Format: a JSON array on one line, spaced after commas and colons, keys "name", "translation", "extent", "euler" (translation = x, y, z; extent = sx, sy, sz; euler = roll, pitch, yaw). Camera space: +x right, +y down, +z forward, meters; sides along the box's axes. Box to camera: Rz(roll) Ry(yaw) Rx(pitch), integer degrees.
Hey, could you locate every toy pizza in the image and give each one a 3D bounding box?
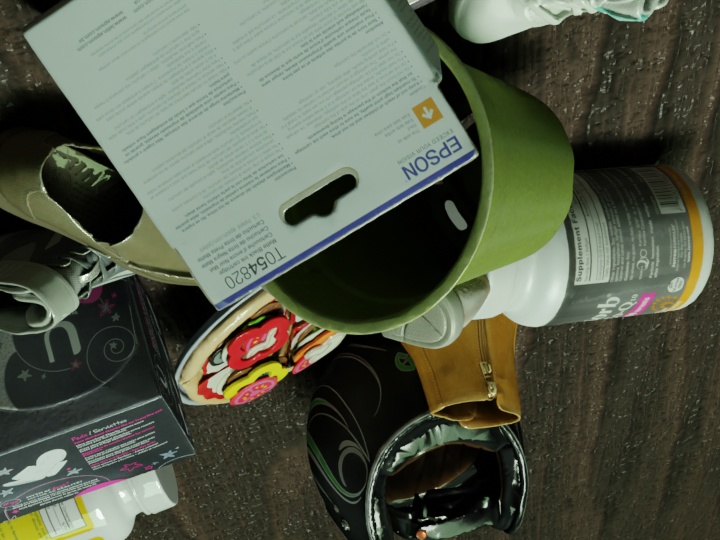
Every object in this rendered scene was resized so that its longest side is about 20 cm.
[{"name": "toy pizza", "translation": [-0.057, 0.049, 1.572], "extent": [0.199, 0.032, 0.201], "euler": [-31, 160, -13]}]

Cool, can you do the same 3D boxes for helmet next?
[{"name": "helmet", "translation": [0.044, 0.143, 1.710], "extent": [0.198, 0.191, 0.202], "euler": [-7, 115, -15]}]

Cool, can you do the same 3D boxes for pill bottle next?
[{"name": "pill bottle", "translation": [-0.259, 0.189, 1.686], "extent": [0.198, 0.113, 0.113], "euler": [-20, 155, 4]}, {"name": "pill bottle", "translation": [0.161, -0.018, 1.546], "extent": [0.198, 0.117, 0.117], "euler": [-6, 153, -26]}]

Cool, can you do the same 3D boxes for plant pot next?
[{"name": "plant pot", "translation": [0.045, -0.063, 1.324], "extent": [0.199, 0.201, 0.189], "euler": [-33, 164, 29]}]

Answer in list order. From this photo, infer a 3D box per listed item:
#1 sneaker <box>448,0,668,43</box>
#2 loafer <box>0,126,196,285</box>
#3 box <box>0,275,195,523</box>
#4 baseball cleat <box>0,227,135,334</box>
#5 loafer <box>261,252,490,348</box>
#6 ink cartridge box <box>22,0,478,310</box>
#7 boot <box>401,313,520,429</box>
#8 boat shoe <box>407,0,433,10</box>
[{"name": "sneaker", "translation": [0.144, -0.181, 1.233], "extent": [0.199, 0.089, 0.075], "euler": [-30, 154, 24]}, {"name": "loafer", "translation": [-0.142, -0.035, 1.288], "extent": [0.199, 0.077, 0.067], "euler": [16, 180, -28]}, {"name": "box", "translation": [-0.239, 0.090, 1.474], "extent": [0.198, 0.133, 0.115], "euler": [-19, 153, -1]}, {"name": "baseball cleat", "translation": [-0.174, -0.006, 1.352], "extent": [0.199, 0.107, 0.070], "euler": [-23, 117, 10]}, {"name": "loafer", "translation": [0.000, 0.000, 1.437], "extent": [0.063, 0.199, 0.072], "euler": [-35, 136, -43]}, {"name": "ink cartridge box", "translation": [-0.059, -0.107, 1.143], "extent": [0.199, 0.201, 0.041], "euler": [-29, -169, 23]}, {"name": "boot", "translation": [0.104, 0.052, 1.601], "extent": [0.200, 0.145, 0.071], "euler": [-3, 159, -45]}, {"name": "boat shoe", "translation": [-0.020, -0.162, 1.186], "extent": [0.198, 0.073, 0.065], "euler": [-20, 161, 13]}]
